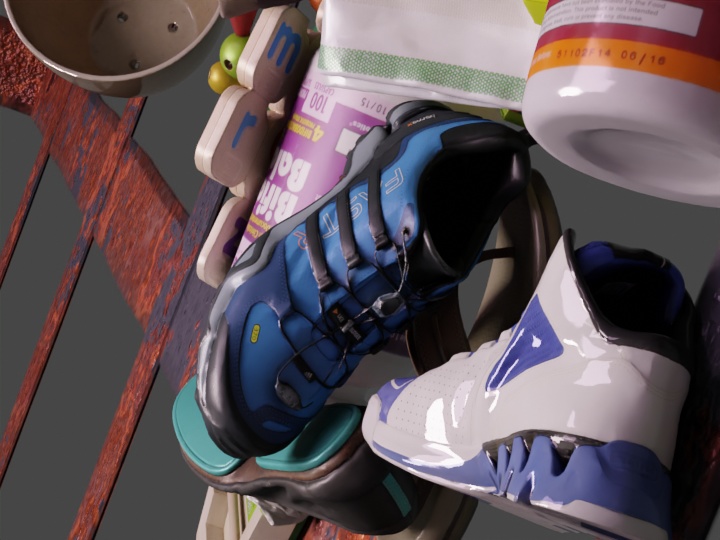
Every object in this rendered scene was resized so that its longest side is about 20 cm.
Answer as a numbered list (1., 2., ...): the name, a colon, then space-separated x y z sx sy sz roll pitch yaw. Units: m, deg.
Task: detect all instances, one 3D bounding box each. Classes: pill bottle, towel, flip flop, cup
1. pill bottle: -0.007 -0.009 1.237 0.112 0.112 0.201 -146 76 -73
2. pill bottle: 0.138 -0.135 0.900 0.113 0.112 0.202 163 125 -70
3. towel: 0.052 -0.172 1.054 0.031 0.148 0.202 -32 -52 -64
4. flip flop: 0.043 0.046 1.104 0.081 0.057 0.201 -120 51 -69
5. cup: -0.201 -0.232 2.052 0.143 0.199 0.202 75 -151 -71

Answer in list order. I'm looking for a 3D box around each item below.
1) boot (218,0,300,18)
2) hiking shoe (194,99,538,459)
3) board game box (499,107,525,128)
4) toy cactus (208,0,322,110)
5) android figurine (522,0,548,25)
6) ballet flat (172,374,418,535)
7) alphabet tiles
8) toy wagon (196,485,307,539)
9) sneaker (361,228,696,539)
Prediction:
1. boot: -0.004 -0.161 1.151 0.200 0.145 0.071 -137 28 -71
2. hiking shoe: 0.000 0.000 1.055 0.201 0.074 0.086 -55 28 -18
3. board game box: 0.099 -0.153 1.171 0.200 0.047 0.102 -101 34 -60
4. toy cactus: -0.023 -0.112 1.364 0.200 0.102 0.166 -31 -54 -61
5. android figurine: 0.111 -0.180 0.982 0.041 0.182 0.201 12 121 38
6. ballet flat: -0.032 0.094 1.130 0.068 0.068 0.200 -47 22 -12
7. alphabet tiles: -0.026 -0.071 1.293 0.197 0.015 0.200 -64 -28 -4
8. toy wagon: -0.068 0.138 1.401 0.156 0.039 0.201 -99 31 -59
9. sneaker: 0.084 0.045 0.958 0.199 0.080 0.116 5 72 67
